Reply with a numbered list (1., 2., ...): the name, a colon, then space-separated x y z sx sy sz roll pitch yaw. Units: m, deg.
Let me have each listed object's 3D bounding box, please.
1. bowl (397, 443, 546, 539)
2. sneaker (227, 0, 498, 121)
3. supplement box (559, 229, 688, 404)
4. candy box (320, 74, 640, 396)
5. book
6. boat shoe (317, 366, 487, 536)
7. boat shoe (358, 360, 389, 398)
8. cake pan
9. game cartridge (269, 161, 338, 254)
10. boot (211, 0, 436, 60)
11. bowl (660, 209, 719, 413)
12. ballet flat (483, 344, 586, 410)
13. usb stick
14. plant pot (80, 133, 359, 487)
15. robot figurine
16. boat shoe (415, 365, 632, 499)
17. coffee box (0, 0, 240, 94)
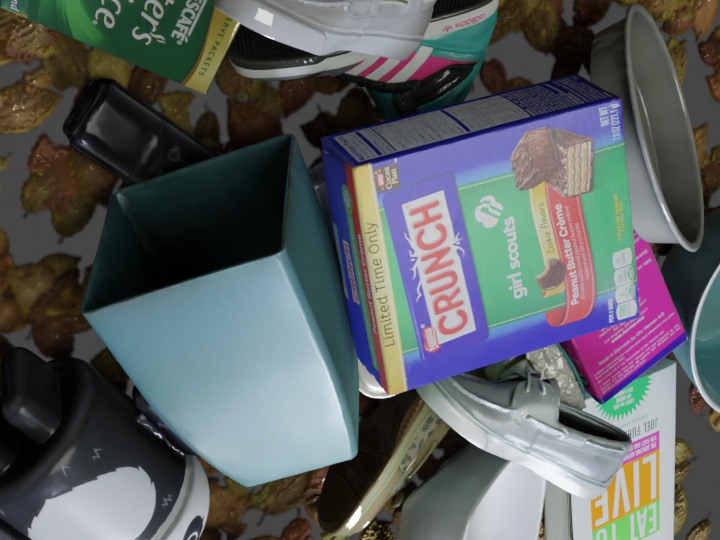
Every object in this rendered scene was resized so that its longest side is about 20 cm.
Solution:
1. bowl: 0.087 0.237 1.245 0.199 0.074 0.202 -30 132 -59
2. sneaker: 0.005 -0.148 1.071 0.198 0.084 0.121 -14 141 -7
3. supplement box: 0.177 -0.006 1.217 0.103 0.101 0.201 -35 122 -11
4. candy box: 0.086 -0.028 1.024 0.198 0.077 0.170 -15 113 -13
5. book: 0.234 0.189 1.368 0.133 0.048 0.202 -17 116 -27
6. boat shoe: 0.039 0.140 1.216 0.063 0.073 0.201 36 89 -32
7. boat shoe: 0.000 0.000 1.146 0.071 0.060 0.201 -14 115 -2
8. cake pan: 0.229 -0.110 1.173 0.036 0.201 0.201 -13 126 24
9. game cartridge: 0.037 -0.034 1.084 0.198 0.042 0.134 -17 119 -1
10. boot: -0.009 -0.188 0.904 0.200 0.073 0.096 -11 132 -60
11. bowl: 0.344 0.022 1.321 0.199 0.105 0.202 -11 114 -25
12. ballet flat: 0.116 0.052 1.202 0.072 0.072 0.201 -37 116 -12
13. usb stick: -0.125 -0.067 1.064 0.200 0.033 0.056 35 84 -35
14. plant pot: -0.075 0.041 1.019 0.140 0.142 0.201 -17 124 13
15. robot figurine: -0.196 0.144 1.052 0.200 0.149 0.125 46 53 -34
16. boat shoe: 0.133 0.112 1.174 0.200 0.070 0.072 29 105 -25
17. coffee box: -0.161 -0.201 0.918 0.199 0.044 0.123 23 128 -17
